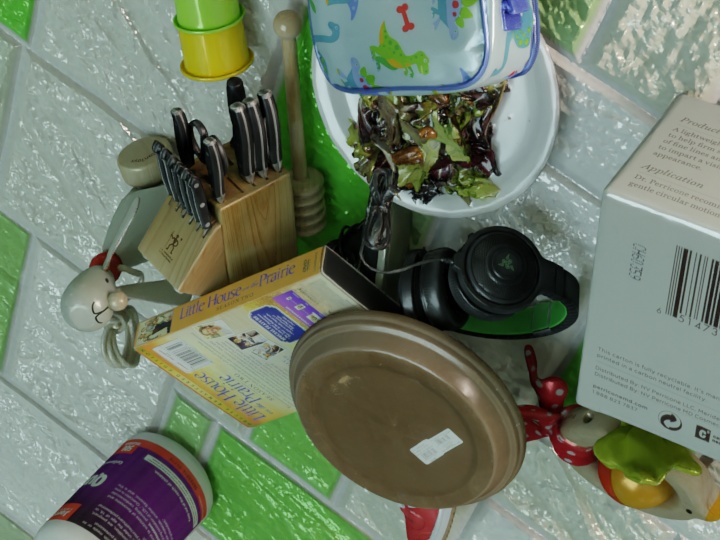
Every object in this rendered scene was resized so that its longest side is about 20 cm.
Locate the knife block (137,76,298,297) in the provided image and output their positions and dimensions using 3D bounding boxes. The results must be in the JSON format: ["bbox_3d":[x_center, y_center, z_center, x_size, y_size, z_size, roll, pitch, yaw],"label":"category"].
[{"bbox_3d":[-0.088,-0.062,1.476,0.064,0.200,0.176,43,107,35],"label":"knife block"}]

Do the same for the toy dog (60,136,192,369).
[{"bbox_3d":[-0.168,-0.023,1.542,0.096,0.201,0.132,-5,147,25],"label":"toy dog"}]

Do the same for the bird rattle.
[{"bbox_3d":[0.195,0.144,1.436,0.199,0.113,0.163,-7,135,46],"label":"bird rattle"}]

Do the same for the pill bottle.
[{"bbox_3d":[-0.239,0.256,1.804,0.112,0.200,0.113,22,135,24],"label":"pill bottle"}]

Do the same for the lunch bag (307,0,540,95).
[{"bbox_3d":[0.040,-0.217,1.234,0.160,0.082,0.201,1,104,40],"label":"lunch bag"}]

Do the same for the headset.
[{"bbox_3d":[0.077,-0.005,1.387,0.199,0.095,0.123,23,152,-39],"label":"headset"}]

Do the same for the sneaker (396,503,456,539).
[{"bbox_3d":[0.030,0.161,1.569,0.112,0.071,0.201,4,127,-6],"label":"sneaker"}]

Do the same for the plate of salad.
[{"bbox_3d":[0.048,-0.127,1.340,0.199,0.048,0.201,13,120,23],"label":"plate of salad"}]

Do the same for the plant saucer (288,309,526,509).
[{"bbox_3d":[0.031,0.115,1.435,0.199,0.030,0.201,16,135,17],"label":"plant saucer"}]

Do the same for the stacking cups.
[{"bbox_3d":[-0.126,-0.242,1.398,0.060,0.061,0.201,14,132,30],"label":"stacking cups"}]

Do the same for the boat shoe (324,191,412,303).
[{"bbox_3d":[0.001,-0.002,1.488,0.066,0.075,0.200,16,143,13],"label":"boat shoe"}]

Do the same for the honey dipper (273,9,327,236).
[{"bbox_3d":[-0.050,-0.117,1.462,0.038,0.038,0.201,19,133,26],"label":"honey dipper"}]

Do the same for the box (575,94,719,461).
[{"bbox_3d":[0.265,0.020,1.243,0.198,0.131,0.201,23,136,23],"label":"box"}]

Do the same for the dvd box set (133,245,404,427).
[{"bbox_3d":[-0.060,0.057,1.478,0.199,0.030,0.146,-22,135,34],"label":"dvd box set"}]
